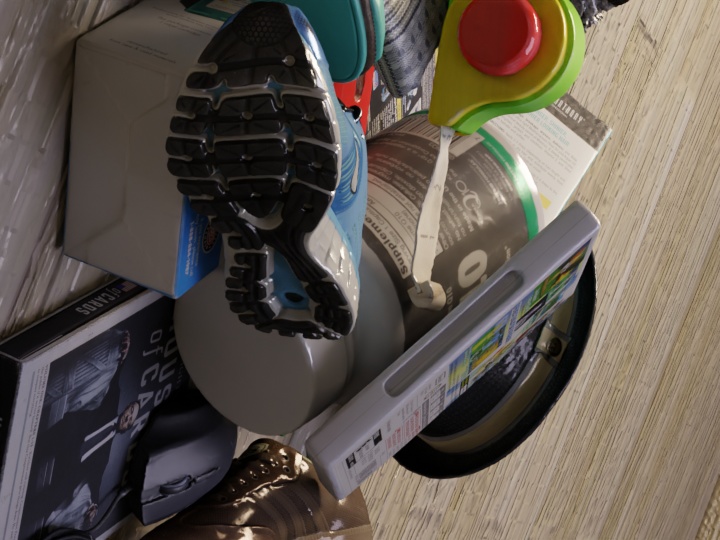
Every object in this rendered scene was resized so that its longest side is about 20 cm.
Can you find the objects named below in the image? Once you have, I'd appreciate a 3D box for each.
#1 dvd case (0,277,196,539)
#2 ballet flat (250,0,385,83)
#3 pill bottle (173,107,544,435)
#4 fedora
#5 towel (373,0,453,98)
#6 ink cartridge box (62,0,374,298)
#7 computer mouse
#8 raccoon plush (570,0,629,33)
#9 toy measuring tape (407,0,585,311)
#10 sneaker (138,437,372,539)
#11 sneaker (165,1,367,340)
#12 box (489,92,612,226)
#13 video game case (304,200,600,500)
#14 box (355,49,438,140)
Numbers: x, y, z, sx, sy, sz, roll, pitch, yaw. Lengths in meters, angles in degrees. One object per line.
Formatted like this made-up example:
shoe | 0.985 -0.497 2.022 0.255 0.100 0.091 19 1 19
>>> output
dvd case | -0.136 0.077 1.147 0.200 0.025 0.151 -33 140 -59
ballet flat | -0.036 -0.174 1.010 0.200 0.067 0.071 54 48 -36
pill bottle | 0.000 0.000 1.207 0.200 0.113 0.113 -35 143 -42
fedora | 0.060 0.032 1.501 0.092 0.200 0.201 33 76 -36
towel | 0.016 -0.220 1.140 0.193 0.034 0.200 64 38 -32
ink cartridge box | -0.062 -0.084 1.114 0.200 0.067 0.117 -41 145 -54
computer mouse | -0.114 0.120 1.165 0.200 0.034 0.059 -44 151 -52
raccoon plush | 0.098 -0.234 1.351 0.134 0.096 0.200 74 -3 -51
toy measuring tape | 0.071 -0.076 1.136 0.074 0.073 0.201 14 85 -71
sneaker | -0.067 0.134 1.272 0.200 0.070 0.076 3 72 -59
sneaker | -0.037 -0.056 1.034 0.200 0.078 0.090 84 15 -54
box | 0.077 -0.040 1.434 0.200 0.082 0.049 -55 -173 -35
video game case | 0.047 0.047 1.197 0.182 0.022 0.200 -41 171 -6
box | 0.015 -0.119 1.323 0.161 0.049 0.200 -55 156 -33
